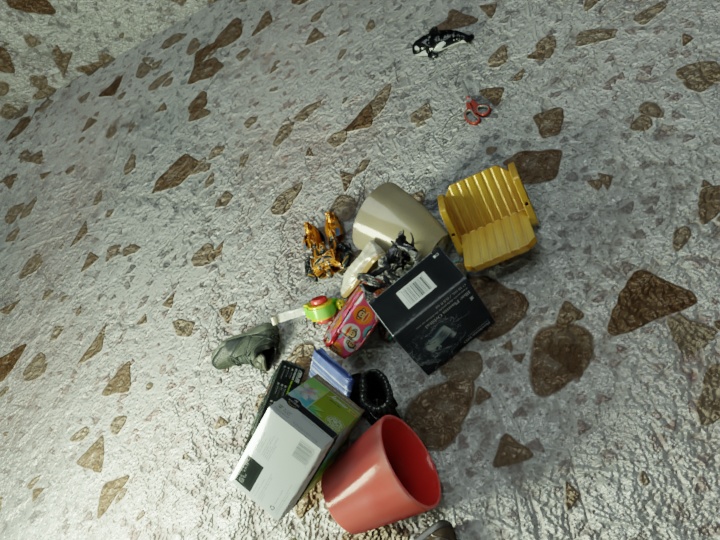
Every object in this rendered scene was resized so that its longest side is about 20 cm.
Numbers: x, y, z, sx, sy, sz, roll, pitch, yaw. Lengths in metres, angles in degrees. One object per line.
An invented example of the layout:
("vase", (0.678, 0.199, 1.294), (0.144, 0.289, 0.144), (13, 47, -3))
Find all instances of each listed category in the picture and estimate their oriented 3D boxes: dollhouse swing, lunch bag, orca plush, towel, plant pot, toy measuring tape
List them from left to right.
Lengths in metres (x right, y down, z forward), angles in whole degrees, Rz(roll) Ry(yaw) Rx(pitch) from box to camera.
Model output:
("toy measuring tape", (-0.134, 0.109, 1.808), (0.200, 0.074, 0.074), (-15, 49, 6))
("towel", (-0.073, 0.289, 1.601), (0.145, 0.024, 0.200), (35, 123, 43))
("lunch bag", (-0.006, 0.108, 1.695), (0.200, 0.082, 0.176), (-55, 4, -2))
("plant pot", (0.031, 0.414, 1.417), (0.177, 0.200, 0.201), (-35, 45, 18))
("plant pot", (0.115, -0.090, 1.759), (0.200, 0.187, 0.187), (32, 77, 28))
("orca plush", (0.241, -0.711, 2.202), (0.200, 0.071, 0.105), (11, 64, 38))
("dollhouse swing", (0.291, -0.124, 1.650), (0.200, 0.182, 0.176), (-22, 11, 17))

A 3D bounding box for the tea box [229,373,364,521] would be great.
("tea box", (-0.123, 0.343, 1.419), (0.134, 0.197, 0.200), (35, 114, 13))

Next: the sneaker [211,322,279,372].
("sneaker", (-0.295, 0.220, 1.840), (0.199, 0.076, 0.114), (-24, 41, 8))

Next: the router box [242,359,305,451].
("router box", (-0.199, 0.322, 1.653), (0.150, 0.062, 0.200), (128, 164, -62))

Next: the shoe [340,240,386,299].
("shoe", (0.000, 0.000, 1.769), (0.053, 0.070, 0.200), (51, 134, 12))

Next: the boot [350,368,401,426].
("boot", (0.019, 0.261, 1.545), (0.079, 0.158, 0.211), (-35, 46, -12))

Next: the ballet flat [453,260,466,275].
("ballet flat", (0.160, 0.041, 1.694), (0.200, 0.070, 0.065), (-25, 63, 20))

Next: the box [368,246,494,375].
("box", (0.158, 0.091, 1.558), (0.197, 0.200, 0.117), (-39, 48, 1))

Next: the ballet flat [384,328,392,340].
("ballet flat", (0.108, 0.074, 1.664), (0.067, 0.068, 0.200), (46, 109, 14))

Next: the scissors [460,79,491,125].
("scissors", (0.301, -0.477, 2.027), (0.073, 0.014, 0.200), (-35, 47, 8))

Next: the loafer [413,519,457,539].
("loafer", (0.102, 0.551, 1.337), (0.200, 0.073, 0.071), (-41, 44, -1))

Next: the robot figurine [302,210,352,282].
("robot figurine", (-0.097, -0.061, 1.937), (0.145, 0.058, 0.200), (-25, 47, 16))

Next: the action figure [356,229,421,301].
("action figure", (0.083, -0.007, 1.597), (0.102, 0.119, 0.200), (29, 50, 26))
